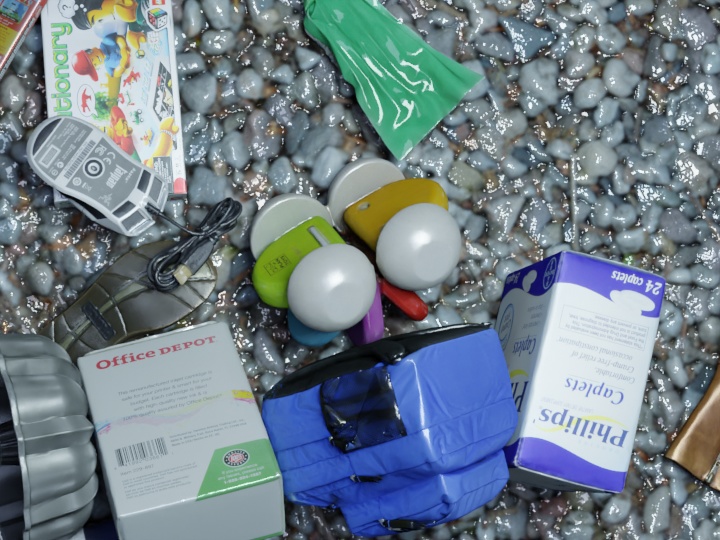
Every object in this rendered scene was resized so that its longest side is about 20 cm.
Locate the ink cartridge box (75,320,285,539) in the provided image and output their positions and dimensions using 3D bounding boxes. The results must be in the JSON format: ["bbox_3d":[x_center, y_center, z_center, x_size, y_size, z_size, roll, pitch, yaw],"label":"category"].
[{"bbox_3d":[-0.161,0.152,1.418,0.144,0.088,0.201,-13,45,-12],"label":"ink cartridge box"}]

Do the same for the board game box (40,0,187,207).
[{"bbox_3d":[-0.236,-0.165,1.522,0.125,0.035,0.202,-5,84,-9],"label":"board game box"}]

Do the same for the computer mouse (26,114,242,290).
[{"bbox_3d":[-0.216,-0.071,1.470,0.199,0.044,0.110,35,73,2],"label":"computer mouse"}]

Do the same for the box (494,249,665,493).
[{"bbox_3d":[0.186,0.099,1.485,0.104,0.184,0.201,15,81,-8],"label":"box"}]

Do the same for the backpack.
[{"bbox_3d":[0.016,0.145,1.391,0.162,0.199,0.169,-3,80,-54],"label":"backpack"}]

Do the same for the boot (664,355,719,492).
[{"bbox_3d":[0.423,0.144,1.579,0.187,0.068,0.201,27,80,-6],"label":"boot"}]

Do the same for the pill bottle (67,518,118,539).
[{"bbox_3d":[-0.204,0.276,1.435,0.199,0.111,0.112,-16,86,-11],"label":"pill bottle"}]

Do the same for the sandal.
[{"bbox_3d":[-0.223,0.043,1.494,0.200,0.055,0.082,-39,84,3],"label":"sandal"}]

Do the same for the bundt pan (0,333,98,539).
[{"bbox_3d":[-0.282,0.146,1.400,0.075,0.202,0.203,-9,85,-22],"label":"bundt pan"}]

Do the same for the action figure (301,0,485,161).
[{"bbox_3d":[0.010,-0.215,1.561,0.118,0.055,0.200,-43,85,-10],"label":"action figure"}]

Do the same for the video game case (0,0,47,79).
[{"bbox_3d":[-0.379,-0.242,1.499,0.142,0.017,0.201,27,80,10],"label":"video game case"}]

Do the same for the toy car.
[{"bbox_3d":[0.000,0.000,1.496,0.199,0.175,0.151,-25,124,-12],"label":"toy car"}]
